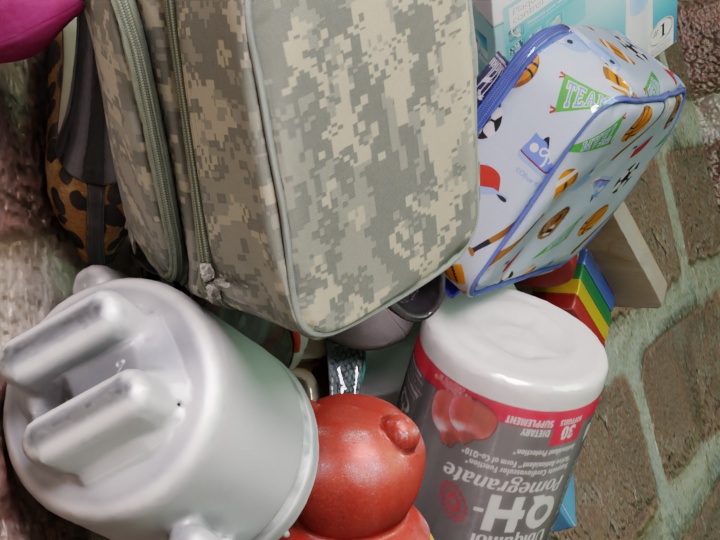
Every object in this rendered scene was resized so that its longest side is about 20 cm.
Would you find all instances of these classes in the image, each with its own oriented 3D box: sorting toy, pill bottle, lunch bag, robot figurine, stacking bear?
[{"bbox_3d":[0.086,-0.012,1.464,0.199,0.198,0.070,53,47,-51],"label":"sorting toy"},{"bbox_3d":[0.065,0.120,1.236,0.111,0.110,0.201,-64,171,-63],"label":"pill bottle"},{"bbox_3d":[-0.048,-0.084,0.951,0.139,0.167,0.202,-30,125,-34],"label":"lunch bag"},{"bbox_3d":[-0.090,0.074,0.991,0.200,0.112,0.171,41,28,-60],"label":"robot figurine"},{"bbox_3d":[0.102,-0.060,1.203,0.075,0.161,0.200,42,20,16],"label":"lunch bag"},{"bbox_3d":[-0.003,0.158,1.108,0.114,0.120,0.202,-39,134,-55],"label":"stacking bear"}]

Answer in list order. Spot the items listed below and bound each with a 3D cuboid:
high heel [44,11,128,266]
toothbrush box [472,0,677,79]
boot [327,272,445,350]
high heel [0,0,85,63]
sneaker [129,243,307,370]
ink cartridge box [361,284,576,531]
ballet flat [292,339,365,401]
[{"bbox_3d":[-0.132,-0.096,1.105,0.200,0.071,0.144,-93,-172,-68],"label":"high heel"},{"bbox_3d":[0.109,-0.180,1.249,0.085,0.146,0.201,46,-17,28],"label":"toothbrush box"},{"bbox_3d":[0.000,0.000,1.137,0.070,0.131,0.200,-51,134,-8],"label":"boot"},{"bbox_3d":[-0.156,-0.171,0.981,0.068,0.095,0.201,55,29,-49],"label":"high heel"},{"bbox_3d":[-0.087,0.015,1.140,0.082,0.077,0.201,-46,152,-17],"label":"sneaker"},{"bbox_3d":[0.048,0.075,1.376,0.126,0.127,0.201,-87,155,-43],"label":"ink cartridge box"},{"bbox_3d":[-0.032,0.076,1.247,0.074,0.074,0.202,43,37,-60],"label":"ballet flat"}]
